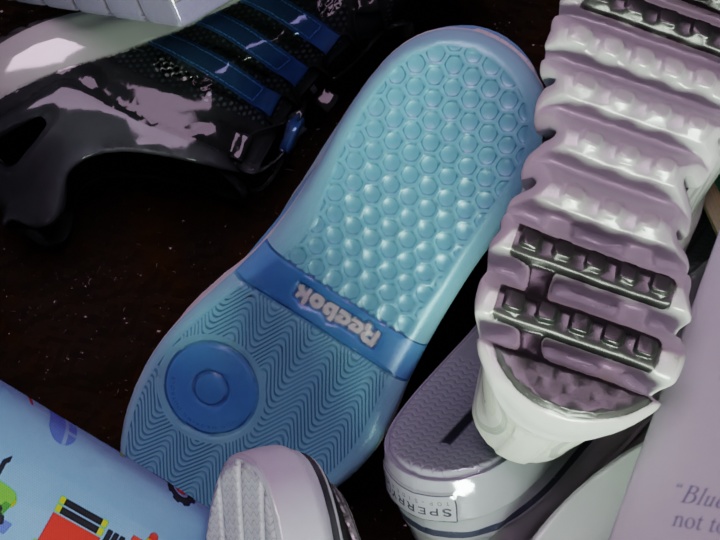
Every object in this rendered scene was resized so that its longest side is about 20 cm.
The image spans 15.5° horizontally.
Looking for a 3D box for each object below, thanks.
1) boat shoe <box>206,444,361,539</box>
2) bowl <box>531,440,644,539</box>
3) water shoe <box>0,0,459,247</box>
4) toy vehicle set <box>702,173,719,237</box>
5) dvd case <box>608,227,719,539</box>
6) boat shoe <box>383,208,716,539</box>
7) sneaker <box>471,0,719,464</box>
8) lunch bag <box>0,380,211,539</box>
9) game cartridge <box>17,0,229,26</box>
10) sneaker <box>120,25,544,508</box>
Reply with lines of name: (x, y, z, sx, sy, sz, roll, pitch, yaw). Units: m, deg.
boat shoe: (0.003, 0.147, 0.794, 0.071, 0.072, 0.201, -13, 97, -24)
bowl: (0.137, 0.147, 0.795, 0.200, 0.090, 0.202, -4, 61, 7)
water shoe: (-0.041, -0.065, 0.946, 0.199, 0.072, 0.079, -18, 79, -2)
toy vehicle set: (0.169, -0.034, 0.825, 0.124, 0.027, 0.200, -24, 47, 6)
dvd case: (0.163, 0.016, 0.756, 0.142, 0.018, 0.200, 5, 56, 30)
boat shoe: (0.075, 0.031, 0.882, 0.073, 0.067, 0.200, 20, 47, 37)
sneaker: (0.079, -0.031, 0.806, 0.075, 0.081, 0.200, 24, 66, 3)
lunch bag: (-0.146, 0.134, 0.791, 0.150, 0.094, 0.200, 34, 69, -27)
game cartridge: (-0.027, -0.143, 0.941, 0.200, 0.038, 0.129, -33, 33, -30)
sneaker: (0.000, 0.000, 0.901, 0.079, 0.131, 0.200, 40, 105, -1)
